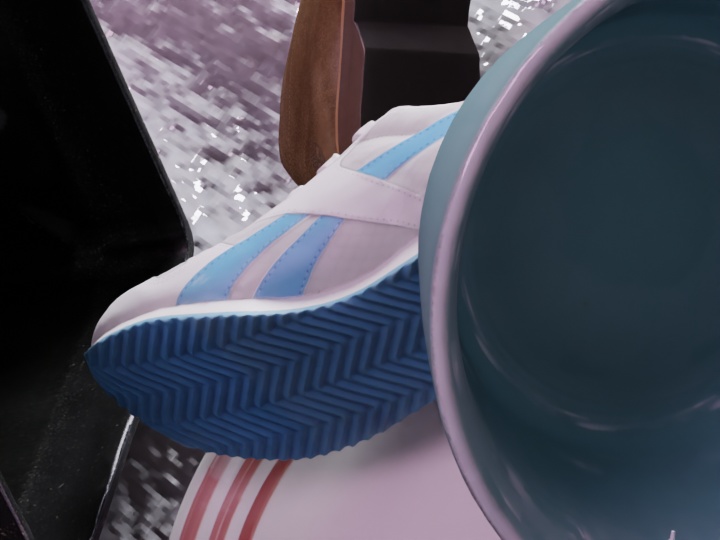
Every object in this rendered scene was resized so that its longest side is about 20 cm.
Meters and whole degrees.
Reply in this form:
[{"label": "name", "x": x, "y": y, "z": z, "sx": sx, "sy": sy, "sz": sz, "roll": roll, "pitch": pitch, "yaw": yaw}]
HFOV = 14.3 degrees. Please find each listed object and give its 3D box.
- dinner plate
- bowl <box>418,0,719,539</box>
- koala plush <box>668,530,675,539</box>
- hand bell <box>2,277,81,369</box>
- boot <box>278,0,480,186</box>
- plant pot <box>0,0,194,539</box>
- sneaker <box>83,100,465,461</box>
[{"label": "dinner plate", "x": 0.015, "y": 0.091, "z": 0.918, "sx": 0.200, "sy": 0.024, "sz": 0.200, "roll": -21, "pitch": 51, "yaw": 29}, {"label": "bowl", "x": 0.095, "y": -0.004, "z": 0.808, "sx": 0.201, "sy": 0.201, "sz": 0.105, "roll": -55, "pitch": 24, "yaw": -2}, {"label": "koala plush", "x": 0.063, "y": 0.155, "z": 0.703, "sx": 0.177, "sy": 0.200, "sz": 0.184, "roll": -38, "pitch": 44, "yaw": 16}, {"label": "hand bell", "x": -0.134, "y": 0.084, "z": 1.027, "sx": 0.104, "sy": 0.104, "sz": 0.200, "roll": -11, "pitch": 44, "yaw": 36}, {"label": "boot", "x": 0.006, "y": -0.120, "z": 1.007, "sx": 0.075, "sy": 0.074, "sz": 0.200, "roll": 6, "pitch": 88, "yaw": 56}, {"label": "plant pot", "x": -0.188, "y": -0.011, "z": 0.970, "sx": 0.177, "sy": 0.200, "sz": 0.200, "roll": -10, "pitch": 35, "yaw": 20}, {"label": "sneaker", "x": 0.000, "y": 0.000, "z": 0.930, "sx": 0.200, "sy": 0.077, "sz": 0.081, "roll": -20, "pitch": 39, "yaw": 26}]
